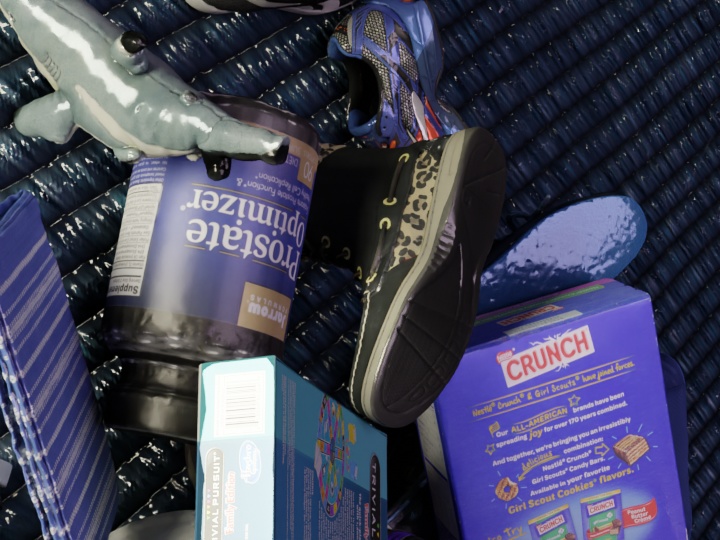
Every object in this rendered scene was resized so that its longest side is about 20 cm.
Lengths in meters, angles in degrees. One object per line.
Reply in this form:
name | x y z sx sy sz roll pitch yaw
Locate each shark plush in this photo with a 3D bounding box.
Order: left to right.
shark plush | -0.127 -0.097 0.780 0.091 0.200 0.084 -33 143 -23

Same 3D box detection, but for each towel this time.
towel | -0.175 0.064 0.788 0.145 0.024 0.201 -93 170 -74

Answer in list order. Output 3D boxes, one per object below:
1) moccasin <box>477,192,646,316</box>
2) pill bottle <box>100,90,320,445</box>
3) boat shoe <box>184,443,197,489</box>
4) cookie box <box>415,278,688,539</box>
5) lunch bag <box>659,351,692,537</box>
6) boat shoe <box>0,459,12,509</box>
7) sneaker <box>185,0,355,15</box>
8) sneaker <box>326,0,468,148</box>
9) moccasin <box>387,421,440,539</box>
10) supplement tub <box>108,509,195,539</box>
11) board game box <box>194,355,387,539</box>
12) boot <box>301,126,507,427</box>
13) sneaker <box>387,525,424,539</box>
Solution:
moccasin | 0.114 -0.004 1.063 0.199 0.068 0.081 -26 105 -11
pill bottle | -0.094 0.003 0.864 0.112 0.111 0.201 20 76 -46
boat shoe | -0.039 0.157 0.955 0.200 0.073 0.075 52 55 -35
cookie box | 0.131 0.125 1.007 0.170 0.075 0.201 -15 105 -15
lunch bag | 0.175 0.149 1.145 0.132 0.135 0.201 -16 103 -47
boat shoe | -0.261 0.106 0.715 0.200 0.074 0.061 29 65 -53
sneaker | -0.015 -0.206 0.946 0.200 0.111 0.074 -24 109 -45
sneaker | 0.027 -0.103 1.037 0.078 0.075 0.201 -31 110 -27
moccasin | 0.057 0.124 1.058 0.068 0.080 0.201 40 61 -36
supplement tub | -0.098 0.256 0.856 0.122 0.122 0.201 -29 111 -44
board game box | -0.034 0.149 0.818 0.200 0.047 0.152 46 41 -64
boot | 0.001 0.000 0.938 0.073 0.153 0.205 40 62 -45
sneaker | 0.043 0.265 0.936 0.069 0.099 0.201 -28 116 -46
